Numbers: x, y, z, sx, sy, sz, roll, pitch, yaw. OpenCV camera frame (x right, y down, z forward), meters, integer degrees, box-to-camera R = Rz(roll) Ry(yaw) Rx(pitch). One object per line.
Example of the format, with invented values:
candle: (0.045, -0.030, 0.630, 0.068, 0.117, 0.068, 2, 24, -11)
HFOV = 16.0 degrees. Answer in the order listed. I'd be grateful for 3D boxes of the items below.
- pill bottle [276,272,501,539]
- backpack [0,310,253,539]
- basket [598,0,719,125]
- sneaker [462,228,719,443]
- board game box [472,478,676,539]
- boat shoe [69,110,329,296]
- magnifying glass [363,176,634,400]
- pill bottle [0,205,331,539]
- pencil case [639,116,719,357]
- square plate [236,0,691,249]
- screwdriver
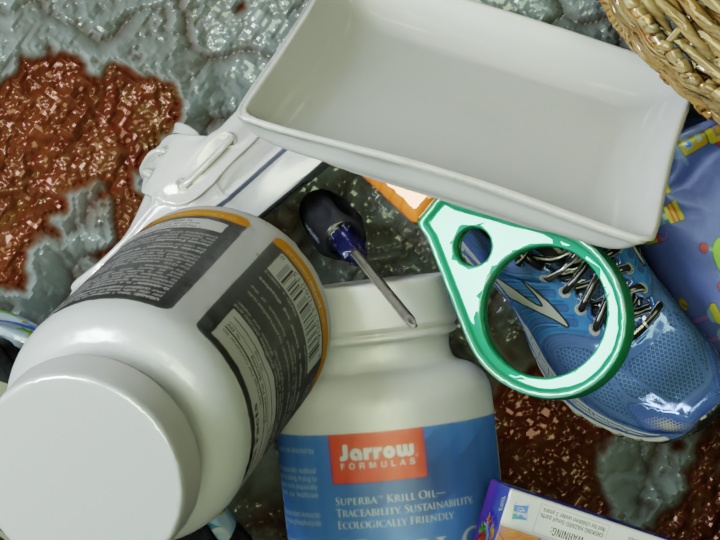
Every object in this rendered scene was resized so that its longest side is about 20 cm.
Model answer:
pill bottle: (0.015, 0.105, 1.289, 0.112, 0.112, 0.201, -7, 92, -3)
backpack: (-0.165, 0.115, 1.275, 0.163, 0.154, 0.200, -40, 110, 6)
basket: (0.200, -0.143, 1.279, 0.200, 0.149, 0.143, 40, 93, -4)
sneaker: (0.104, 0.004, 1.272, 0.079, 0.089, 0.200, -41, 71, -9)
board game box: (0.138, 0.196, 1.231, 0.200, 0.045, 0.135, 19, 88, -9)
boat shoe: (-0.079, -0.045, 1.308, 0.200, 0.074, 0.065, -39, 88, -11)
magnifying glass: (0.050, -0.017, 1.241, 0.200, 0.022, 0.080, 44, 103, 20)
pill bottle: (-0.092, 0.053, 1.162, 0.116, 0.200, 0.117, 6, 112, 15)
pencil case: (0.203, 0.011, 1.312, 0.087, 0.078, 0.200, -29, 92, 3)
square plate: (0.056, -0.078, 1.248, 0.200, 0.198, 0.028, 18, 119, 5)
screwdriver: (0.000, 0.000, 1.247, 0.028, 0.200, 0.029, 14, 108, -18)
